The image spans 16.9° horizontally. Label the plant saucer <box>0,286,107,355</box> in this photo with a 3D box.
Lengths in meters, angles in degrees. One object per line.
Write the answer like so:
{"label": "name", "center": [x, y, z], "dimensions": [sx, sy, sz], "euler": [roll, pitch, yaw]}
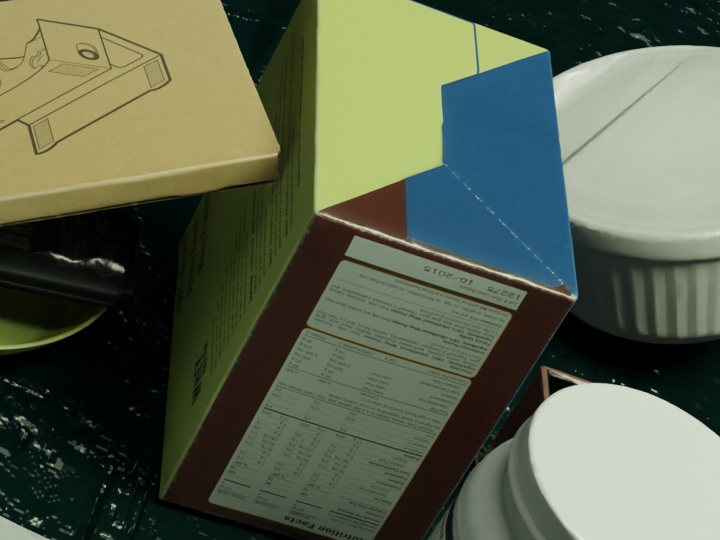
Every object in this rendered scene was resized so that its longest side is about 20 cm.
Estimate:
{"label": "plant saucer", "center": [-0.217, -0.024, 1.231], "dimensions": [0.199, 0.031, 0.201], "euler": [20, 37, -15]}

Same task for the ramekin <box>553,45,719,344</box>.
{"label": "ramekin", "center": [0.185, -0.042, 1.424], "dimensions": [0.201, 0.095, 0.203], "euler": [-5, 37, 3]}

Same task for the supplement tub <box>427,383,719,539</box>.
{"label": "supplement tub", "center": [0.085, 0.162, 1.080], "dimensions": [0.139, 0.201, 0.141], "euler": [19, 38, -15]}

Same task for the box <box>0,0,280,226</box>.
{"label": "box", "center": [-0.153, -0.082, 1.169], "dimensions": [0.198, 0.021, 0.164], "euler": [-10, 41, -11]}

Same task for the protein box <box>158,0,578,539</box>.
{"label": "protein box", "center": [0.000, 0.000, 1.210], "dimensions": [0.134, 0.201, 0.199], "euler": [18, 38, -15]}

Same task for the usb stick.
{"label": "usb stick", "center": [-0.204, -0.024, 1.181], "dimensions": [0.199, 0.033, 0.056], "euler": [13, 64, -23]}

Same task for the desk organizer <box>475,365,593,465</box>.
{"label": "desk organizer", "center": [0.167, 0.127, 1.282], "dimensions": [0.199, 0.077, 0.072], "euler": [19, 38, -15]}

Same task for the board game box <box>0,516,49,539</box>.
{"label": "board game box", "center": [-0.142, 0.125, 0.978], "dimensions": [0.199, 0.026, 0.200], "euler": [23, -4, 23]}
